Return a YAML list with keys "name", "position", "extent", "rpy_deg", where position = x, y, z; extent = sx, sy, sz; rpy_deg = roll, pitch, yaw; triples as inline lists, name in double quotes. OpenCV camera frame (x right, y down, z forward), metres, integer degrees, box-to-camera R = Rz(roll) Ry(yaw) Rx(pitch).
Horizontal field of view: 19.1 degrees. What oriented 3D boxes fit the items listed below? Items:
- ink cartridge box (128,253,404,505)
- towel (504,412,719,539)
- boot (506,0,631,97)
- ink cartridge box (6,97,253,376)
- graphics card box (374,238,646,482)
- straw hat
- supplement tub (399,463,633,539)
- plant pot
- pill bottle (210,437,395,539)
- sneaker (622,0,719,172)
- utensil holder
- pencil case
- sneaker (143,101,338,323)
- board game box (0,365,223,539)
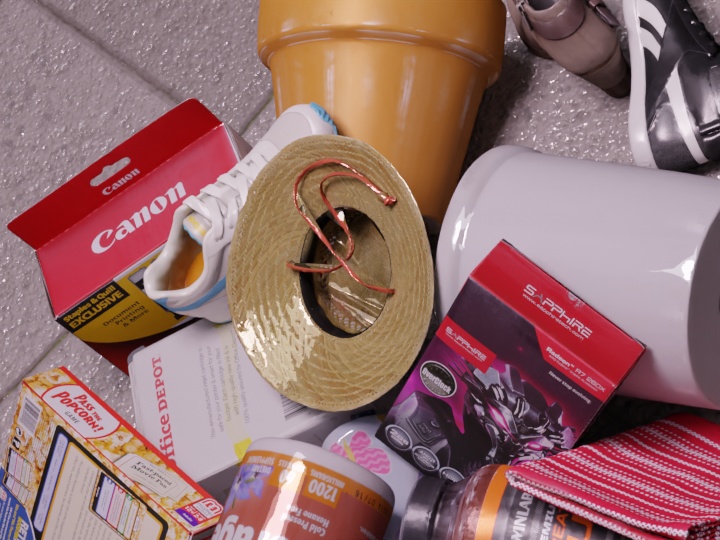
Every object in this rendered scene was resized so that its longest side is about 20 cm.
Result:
- name: "ink cartridge box"
  position: [-0.072, 0.099, 1.680]
  extent: [0.200, 0.083, 0.145]
  rpy_deg: [-26, 51, 18]
- name: "towel"
  position: [0.209, 0.137, 1.415]
  extent: [0.144, 0.200, 0.023]
  rpy_deg: [20, 110, 38]
- name: "boot"
  position: [0.145, -0.219, 1.693]
  extent: [0.070, 0.146, 0.200]
  rpy_deg: [-44, 47, 4]
- name: "ink cartridge box"
  position: [-0.158, -0.021, 1.751]
  extent: [0.200, 0.176, 0.084]
  rpy_deg: [-34, 49, 12]
- name: "graphics card box"
  position: [0.100, 0.085, 1.485]
  extent: [0.125, 0.200, 0.051]
  rpy_deg: [37, 49, 7]
- name: "straw hat"
  position: [0.000, 0.000, 1.583]
  extent: [0.201, 0.085, 0.202]
  rpy_deg: [3, 95, 35]
- name: "supplement tub"
  position: [0.129, 0.190, 1.441]
  extent: [0.199, 0.107, 0.107]
  rpy_deg: [8, 66, 16]
- name: "plant pot"
  position: [0.012, -0.126, 1.709]
  extent: [0.200, 0.200, 0.184]
  rpy_deg: [-3, 77, 32]
- name: "pill bottle"
  position: [-0.059, 0.224, 1.462]
  extent: [0.112, 0.112, 0.200]
  rpy_deg: [7, 67, 36]
- name: "sneaker"
  position: [0.265, -0.169, 1.640]
  extent: [0.112, 0.073, 0.201]
  rpy_deg: [-10, 66, 25]
- name: "utensil holder"
  position: [0.179, 0.005, 1.517]
  extent: [0.200, 0.170, 0.170]
  rpy_deg: [9, 68, 36]
- name: "pencil case"
  position: [0.033, 0.199, 1.551]
  extent: [0.090, 0.083, 0.200]
  rpy_deg: [-13, 51, -5]
- name: "sneaker"
  position: [-0.087, -0.043, 1.633]
  extent: [0.077, 0.081, 0.200]
  rpy_deg: [48, 113, 34]
- name: "board game box"
  position: [-0.198, 0.193, 1.646]
  extent: [0.200, 0.046, 0.152]
  rpy_deg: [38, 125, 28]
